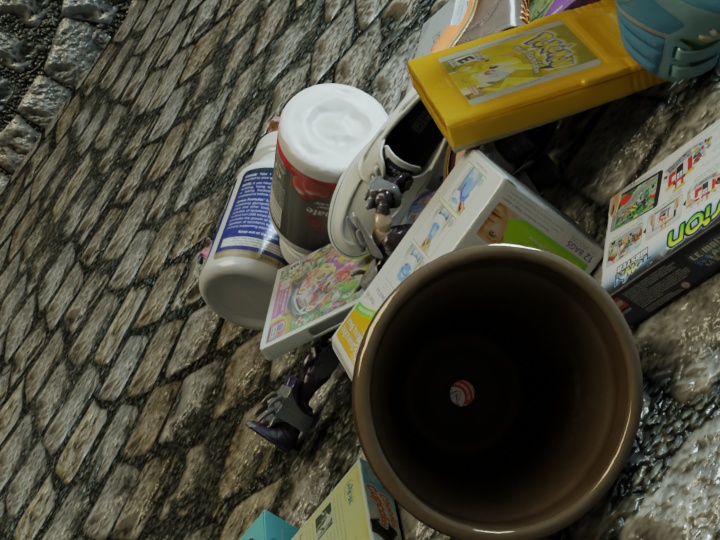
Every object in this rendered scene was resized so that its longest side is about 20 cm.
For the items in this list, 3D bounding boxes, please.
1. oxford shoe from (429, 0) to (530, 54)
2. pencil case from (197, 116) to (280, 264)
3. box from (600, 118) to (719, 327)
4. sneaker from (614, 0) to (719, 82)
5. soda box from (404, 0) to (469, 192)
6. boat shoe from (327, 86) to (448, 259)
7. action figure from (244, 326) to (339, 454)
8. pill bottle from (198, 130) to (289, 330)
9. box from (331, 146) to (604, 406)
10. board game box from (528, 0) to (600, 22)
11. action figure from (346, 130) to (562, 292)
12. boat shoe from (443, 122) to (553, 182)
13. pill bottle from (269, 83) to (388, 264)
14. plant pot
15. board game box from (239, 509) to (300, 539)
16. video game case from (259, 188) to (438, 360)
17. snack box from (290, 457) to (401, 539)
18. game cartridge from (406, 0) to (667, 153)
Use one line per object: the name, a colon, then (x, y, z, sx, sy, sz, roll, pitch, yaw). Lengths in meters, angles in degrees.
oxford shoe: (0.140, -0.239, 1.712, 0.073, 0.071, 0.201, 17, 71, 38)
pencil case: (-0.109, -0.076, 2.077, 0.201, 0.086, 0.083, -61, -10, -9)
box: (0.250, -0.052, 1.280, 0.200, 0.035, 0.111, -38, 28, 43)
sneaker: (0.278, -0.196, 1.376, 0.199, 0.131, 0.080, 21, 51, 35)
soda box: (0.088, -0.174, 1.777, 0.064, 0.068, 0.201, -37, 30, 45)
boat shoe: (0.031, -0.098, 1.645, 0.201, 0.073, 0.065, -61, 3, 9)
action figure: (-0.032, 0.076, 1.705, 0.201, 0.069, 0.130, -57, 15, -5)
pill bottle: (-0.094, -0.046, 1.946, 0.116, 0.115, 0.201, -33, 32, 48)
box: (0.083, 0.022, 1.447, 0.201, 0.112, 0.101, -53, 21, 8)
board game box: (0.202, -0.277, 1.719, 0.200, 0.032, 0.121, -36, 27, 46)
action figure: (0.075, -0.040, 1.527, 0.200, 0.130, 0.069, -38, 20, 6)
boat shoe: (0.137, -0.141, 1.613, 0.070, 0.070, 0.201, -18, 44, 63)
pill bottle: (-0.033, -0.082, 1.787, 0.201, 0.110, 0.111, 101, -174, -57)
plant pot: (0.084, 0.085, 1.287, 0.201, 0.199, 0.175, -60, 4, -5)
board game box: (-0.103, 0.324, 1.542, 0.151, 0.047, 0.200, -51, 21, 20)
video game case: (0.000, 0.000, 1.690, 0.199, 0.018, 0.144, -26, 25, 20)
snack box: (-0.013, 0.252, 1.449, 0.116, 0.037, 0.200, -51, 22, 19)
game cartridge: (0.150, -0.170, 1.522, 0.198, 0.033, 0.177, -20, 25, -2)
